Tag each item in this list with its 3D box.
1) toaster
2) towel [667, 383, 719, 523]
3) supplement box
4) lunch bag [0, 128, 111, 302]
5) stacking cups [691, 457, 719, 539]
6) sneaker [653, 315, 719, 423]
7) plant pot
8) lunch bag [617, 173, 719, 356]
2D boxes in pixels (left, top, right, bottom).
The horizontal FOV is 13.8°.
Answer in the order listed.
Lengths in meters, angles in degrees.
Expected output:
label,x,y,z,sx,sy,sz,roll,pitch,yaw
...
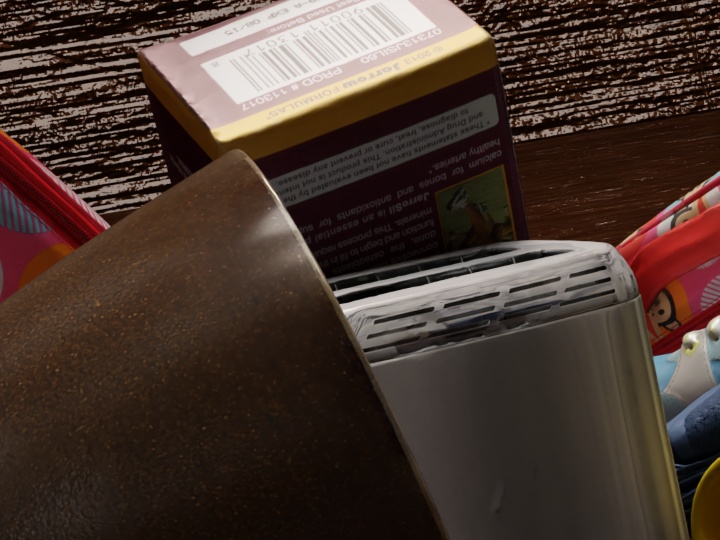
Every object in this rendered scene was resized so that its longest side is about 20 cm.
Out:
label,x,y,z,sx,sy,sz,roll,pitch,yaw
toaster,0.030,0.064,1.014,0.200,0.129,0.114,-12,8,-27
towel,0.207,0.030,1.142,0.200,0.049,0.112,-35,-3,29
supplement box,0.000,0.000,1.105,0.110,0.200,0.086,-22,34,-14
lunch bag,-0.136,0.012,1.198,0.082,0.176,0.200,-48,7,-9
stacking cups,0.197,0.077,1.046,0.060,0.061,0.200,-3,4,42
sneaker,0.178,0.012,1.262,0.200,0.131,0.080,-5,9,29
plant pot,-0.086,0.092,0.835,0.200,0.187,0.187,-25,8,-6
lunch bag,0.205,-0.019,1.401,0.176,0.082,0.200,-13,-16,-41
